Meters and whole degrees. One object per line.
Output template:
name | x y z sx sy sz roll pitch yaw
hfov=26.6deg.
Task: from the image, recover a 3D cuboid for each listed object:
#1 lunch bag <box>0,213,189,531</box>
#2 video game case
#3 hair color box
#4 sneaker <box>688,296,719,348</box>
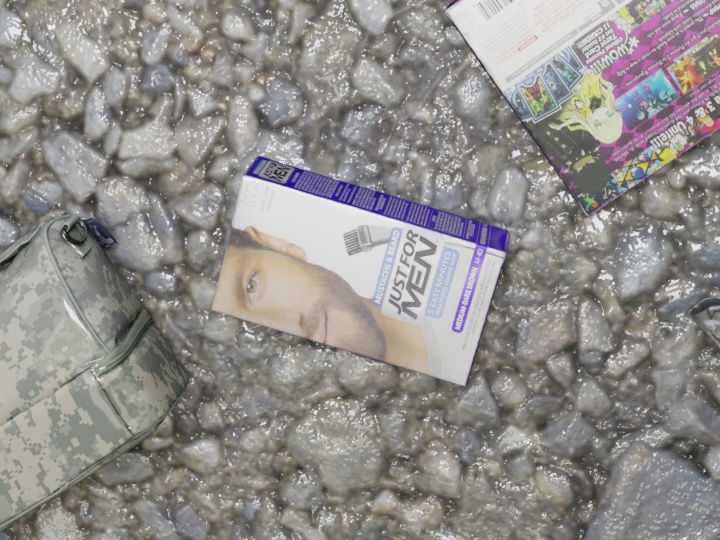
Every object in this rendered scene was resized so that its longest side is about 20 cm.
lunch bag | -0.247 0.072 1.135 0.199 0.140 0.169 -31 102 14
video game case | 0.189 -0.167 1.060 0.199 0.036 0.182 -35 100 16
hair color box | 0.000 0.000 1.123 0.198 0.065 0.110 17 109 4
sneaker | 0.328 0.097 1.115 0.103 0.060 0.201 -25 97 13
